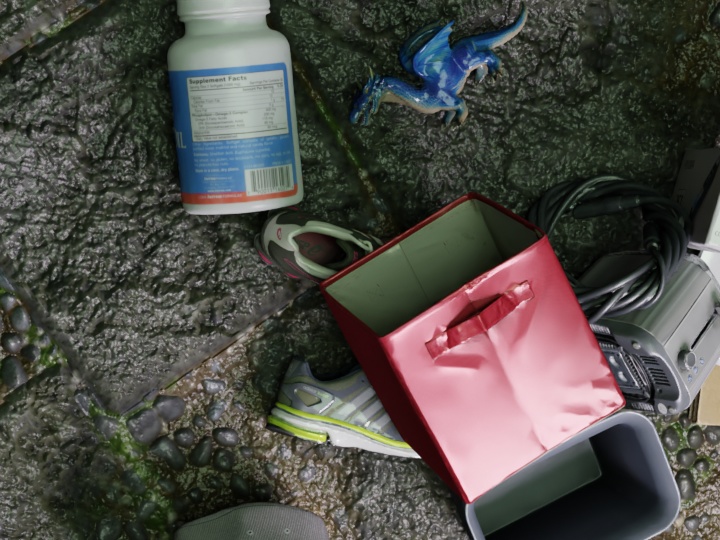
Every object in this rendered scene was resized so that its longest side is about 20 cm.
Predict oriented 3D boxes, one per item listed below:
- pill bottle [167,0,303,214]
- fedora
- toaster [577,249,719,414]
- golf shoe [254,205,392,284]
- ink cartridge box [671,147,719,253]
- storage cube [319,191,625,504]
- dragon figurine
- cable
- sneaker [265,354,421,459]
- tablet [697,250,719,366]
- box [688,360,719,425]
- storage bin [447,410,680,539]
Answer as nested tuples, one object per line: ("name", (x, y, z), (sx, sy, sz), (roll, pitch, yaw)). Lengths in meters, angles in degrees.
("pill bottle", (-0.114, -0.155, 1.574), (0.112, 0.112, 0.200), (-7, 97, -15))
("fedora", (-0.104, 0.269, 1.618), (0.200, 0.177, 0.090), (-6, 68, -7))
("toaster", (0.258, 0.055, 1.670), (0.129, 0.200, 0.114), (-45, 115, -28))
("golf shoe", (0.000, 0.000, 1.637), (0.200, 0.088, 0.077), (18, 90, -18))
("ink cartridge box", (0.347, -0.105, 1.660), (0.045, 0.200, 0.177), (17, 92, -3))
("storage cube", (0.096, 0.063, 1.543), (0.171, 0.200, 0.180), (-32, 111, -9))
("dragon figurine", (0.075, -0.199, 1.648), (0.099, 0.059, 0.200), (41, 86, -16))
("cable", (0.230, -0.021, 1.648), (0.163, 0.200, 0.051), (-30, 125, -16))
("sneaker", (0.013, 0.130, 1.664), (0.200, 0.074, 0.081), (10, 90, -18))
("tablet", (0.412, 0.048, 1.770), (0.200, 0.014, 0.130), (24, 88, -16))
("box", (0.438, 0.080, 1.799), (0.200, 0.021, 0.164), (4, 95, -15))
("storage bin", (0.185, 0.218, 1.687), (0.200, 0.134, 0.146), (-25, 102, -11))
